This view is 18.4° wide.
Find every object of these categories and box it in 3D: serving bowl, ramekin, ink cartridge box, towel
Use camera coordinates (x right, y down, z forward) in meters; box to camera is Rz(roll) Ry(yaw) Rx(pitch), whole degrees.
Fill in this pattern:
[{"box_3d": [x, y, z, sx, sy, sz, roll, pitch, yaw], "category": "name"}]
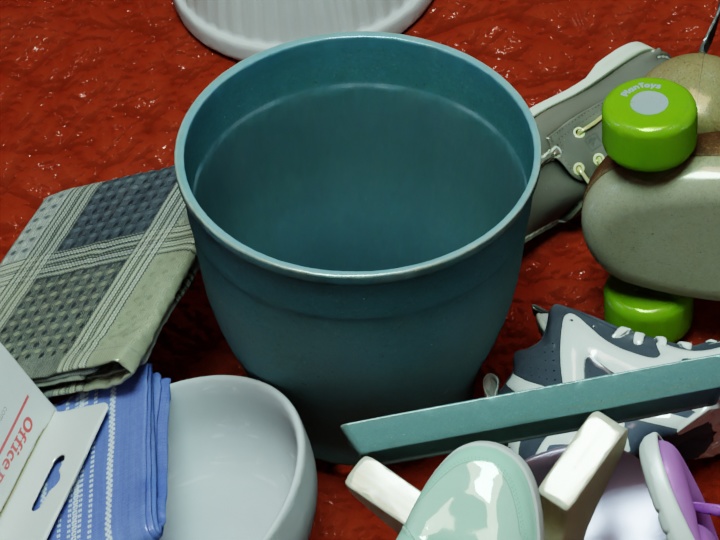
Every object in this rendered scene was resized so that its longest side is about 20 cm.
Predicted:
[{"box_3d": [-0.105, 0.150, 1.204, 0.199, 0.066, 0.201, -22, 34, 16], "category": "serving bowl"}, {"box_3d": [-0.042, -0.244, 1.553, 0.200, 0.095, 0.204, -4, 47, 4], "category": "ramekin"}, {"box_3d": [-0.248, 0.105, 1.224, 0.199, 0.067, 0.118, -10, 41, 33], "category": "ink cartridge box"}, {"box_3d": [-0.191, 0.137, 1.218, 0.199, 0.024, 0.145, -26, 34, 14], "category": "towel"}, {"box_3d": [-0.161, 0.011, 1.328, 0.191, 0.035, 0.201, -10, 36, 37], "category": "towel"}]

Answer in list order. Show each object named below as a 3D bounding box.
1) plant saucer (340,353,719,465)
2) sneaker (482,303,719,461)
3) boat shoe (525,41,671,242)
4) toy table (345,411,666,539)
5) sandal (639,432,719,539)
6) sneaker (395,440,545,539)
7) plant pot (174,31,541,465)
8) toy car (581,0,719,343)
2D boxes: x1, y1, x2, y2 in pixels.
[{"box_3d": [0.090, 0.073, 1.126, 0.198, 0.070, 0.019, -10, 76, 2], "category": "plant saucer"}, {"box_3d": [0.159, 0.052, 1.268, 0.198, 0.080, 0.130, -32, 60, -8], "category": "sneaker"}, {"box_3d": [0.142, -0.074, 1.391, 0.060, 0.073, 0.201, 28, 53, 34], "category": "boat shoe"}, {"box_3d": [0.079, 0.162, 1.118, 0.183, 0.117, 0.201, 21, 73, 17], "category": "toy table"}, {"box_3d": [0.198, 0.165, 1.107, 0.049, 0.204, 0.082, -26, 8, 9], "category": "sandal"}, {"box_3d": [0.028, 0.159, 1.001, 0.073, 0.118, 0.202, 16, 72, 18], "category": "sneaker"}, {"box_3d": [0.000, 0.000, 1.258, 0.198, 0.189, 0.201, -1, 44, 1], "category": "plant pot"}, {"box_3d": [0.218, -0.077, 1.329, 0.156, 0.165, 0.201, 4, 42, 11], "category": "toy car"}]
